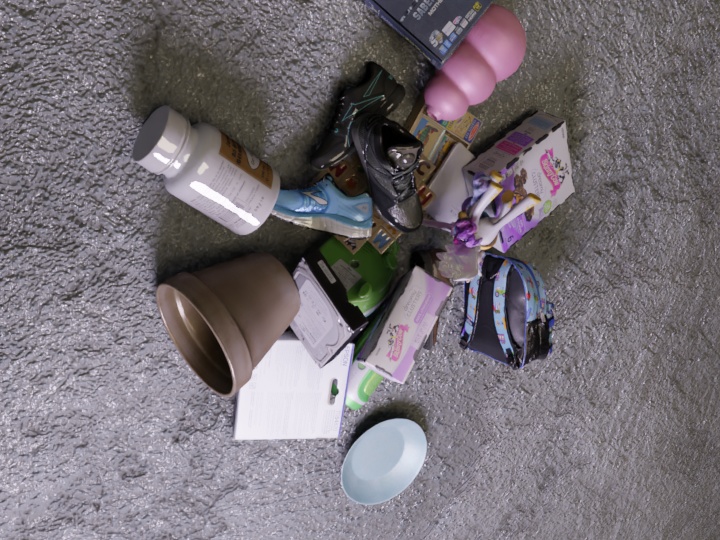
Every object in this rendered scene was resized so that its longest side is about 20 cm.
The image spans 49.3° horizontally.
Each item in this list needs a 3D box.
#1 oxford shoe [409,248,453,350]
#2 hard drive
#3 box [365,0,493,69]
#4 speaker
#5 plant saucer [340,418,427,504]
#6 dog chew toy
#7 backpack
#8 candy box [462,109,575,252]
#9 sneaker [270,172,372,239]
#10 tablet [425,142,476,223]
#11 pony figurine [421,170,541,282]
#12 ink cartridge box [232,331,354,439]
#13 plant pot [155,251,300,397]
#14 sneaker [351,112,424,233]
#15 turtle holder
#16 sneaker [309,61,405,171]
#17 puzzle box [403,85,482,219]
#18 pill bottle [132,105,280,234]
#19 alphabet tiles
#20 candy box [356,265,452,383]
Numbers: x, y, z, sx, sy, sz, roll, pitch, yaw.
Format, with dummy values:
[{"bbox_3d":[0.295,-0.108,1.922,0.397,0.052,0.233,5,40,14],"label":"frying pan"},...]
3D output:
[{"bbox_3d":[0.140,0.056,1.468,0.083,0.073,0.204,-12,118,-27],"label":"oxford shoe"},{"bbox_3d":[-0.067,0.067,1.252,0.037,0.200,0.141,-31,81,-26],"label":"hard drive"},{"bbox_3d":[0.126,-0.437,1.191,0.157,0.051,0.201,40,90,-2],"label":"box"},{"bbox_3d":[0.026,0.154,1.441,0.088,0.088,0.201,35,93,-37],"label":"speaker"},{"bbox_3d":[0.042,0.378,1.586,0.197,0.039,0.205,-12,118,-24],"label":"plant saucer"},{"bbox_3d":[0.177,-0.329,1.269,0.201,0.124,0.124,-51,127,-3],"label":"dog chew toy"},{"bbox_3d":[0.281,0.064,1.496,0.133,0.181,0.205,-12,107,-34],"label":"backpack"},{"bbox_3d":[0.293,-0.163,1.430,0.199,0.071,0.169,-38,132,-16],"label":"candy box"},{"bbox_3d":[-0.071,-0.110,1.235,0.196,0.078,0.092,13,90,3],"label":"sneaker"},{"bbox_3d":[0.191,-0.132,1.424,0.199,0.014,0.131,32,93,-46],"label":"tablet"},{"bbox_3d":[0.181,-0.066,1.305,0.190,0.168,0.202,9,125,-40],"label":"pony figurine"},{"bbox_3d":[-0.120,0.204,1.384,0.196,0.041,0.204,4,111,-16],"label":"ink cartridge box"},{"bbox_3d":[-0.192,0.065,1.225,0.172,0.198,0.203,-34,127,-31],"label":"plant pot"},{"bbox_3d":[0.057,-0.141,1.197,0.075,0.114,0.203,-27,112,-16],"label":"sneaker"},{"bbox_3d":[-0.011,0.000,1.328,0.138,0.188,0.133,12,146,1],"label":"turtle holder"},{"bbox_3d":[-0.019,-0.243,1.245,0.200,0.075,0.079,-48,114,-10],"label":"sneaker"},{"bbox_3d":[0.117,-0.199,1.361,0.132,0.025,0.203,22,100,-36],"label":"puzzle box"},{"bbox_3d":[-0.222,-0.146,1.135,0.199,0.114,0.115,32,95,-37],"label":"pill bottle"},{"bbox_3d":[0.021,-0.132,1.278,0.166,0.006,0.200,44,83,5],"label":"alphabet tiles"},{"bbox_3d":[0.068,0.091,1.287,0.071,0.200,0.170,29,84,-1],"label":"candy box"}]
